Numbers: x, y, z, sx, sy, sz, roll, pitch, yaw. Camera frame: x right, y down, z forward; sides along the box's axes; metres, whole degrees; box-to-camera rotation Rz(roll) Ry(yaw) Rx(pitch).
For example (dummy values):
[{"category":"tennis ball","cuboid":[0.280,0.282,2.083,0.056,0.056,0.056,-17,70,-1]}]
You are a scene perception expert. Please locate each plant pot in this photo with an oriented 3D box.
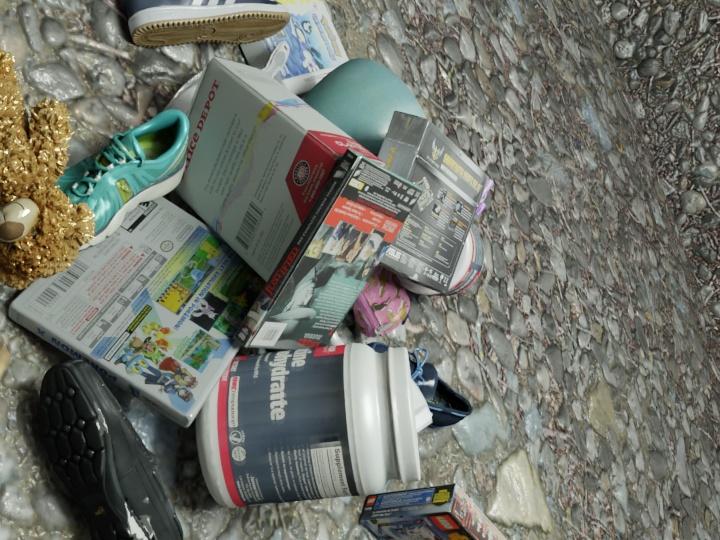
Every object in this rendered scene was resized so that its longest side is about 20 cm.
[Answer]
[{"category":"plant pot","cuboid":[-0.022,-0.143,0.975,0.134,0.199,0.203,-33,101,-32]}]

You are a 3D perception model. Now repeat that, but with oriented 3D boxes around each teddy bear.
[{"category":"teddy bear","cuboid":[-0.294,-0.088,0.622,0.142,0.067,0.205,-10,79,-16]}]

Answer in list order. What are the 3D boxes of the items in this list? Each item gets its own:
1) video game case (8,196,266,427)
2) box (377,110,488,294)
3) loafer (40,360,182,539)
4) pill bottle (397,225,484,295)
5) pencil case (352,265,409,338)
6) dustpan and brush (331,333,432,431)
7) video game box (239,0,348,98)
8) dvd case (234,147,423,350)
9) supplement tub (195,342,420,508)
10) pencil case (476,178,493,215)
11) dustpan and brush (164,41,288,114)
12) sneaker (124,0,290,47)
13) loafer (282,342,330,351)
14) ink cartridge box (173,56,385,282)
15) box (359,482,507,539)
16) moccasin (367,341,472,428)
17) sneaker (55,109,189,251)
[{"category":"video game case","cuboid":[-0.187,0.022,0.727,0.180,0.022,0.201,32,43,-2]},{"category":"box","cuboid":[0.071,-0.071,0.907,0.199,0.048,0.162,22,87,-60]},{"category":"loafer","cuboid":[-0.206,0.168,0.656,0.204,0.067,0.070,69,21,-6]},{"category":"pill bottle","cuboid":[0.114,-0.024,1.108,0.200,0.117,0.122,8,66,-73]},{"category":"pencil case","cuboid":[0.000,0.000,0.955,0.083,0.086,0.201,-41,140,-12]},{"category":"dustpan and brush","cuboid":[-0.009,0.122,0.954,0.138,0.057,0.204,-25,93,-31]},{"category":"video game box","cuboid":[-0.102,-0.334,1.064,0.182,0.046,0.203,-36,103,-56]},{"category":"dvd case","cuboid":[-0.026,-0.010,0.750,0.022,0.202,0.145,36,11,26]},{"category":"supplement tub","cuboid":[-0.046,0.146,0.746,0.140,0.195,0.144,-6,90,-86]},{"category":"pencil case","cuboid":[0.108,-0.158,1.177,0.199,0.084,0.086,42,-8,7]},{"category":"dustpan and brush","cuboid":[-0.134,-0.205,0.929,0.140,0.056,0.202,48,41,-29]},{"category":"sneaker","cuboid":[-0.179,-0.323,0.898,0.197,0.070,0.111,-14,81,-32]},{"category":"loafer","cuboid":[-0.079,0.020,0.892,0.070,0.067,0.205,47,29,-63]},{"category":"ink cartridge box","cuboid":[-0.092,-0.099,0.787,0.199,0.148,0.082,41,25,29]},{"category":"box","cuboid":[0.110,0.336,0.940,0.201,0.135,0.040,51,42,-25]},{"category":"moccasin","cuboid":[0.079,0.145,1.051,0.199,0.067,0.082,33,49,-38]},{"category":"sneaker","cuboid":[-0.233,-0.091,0.721,0.077,0.080,0.200,40,48,1]}]
